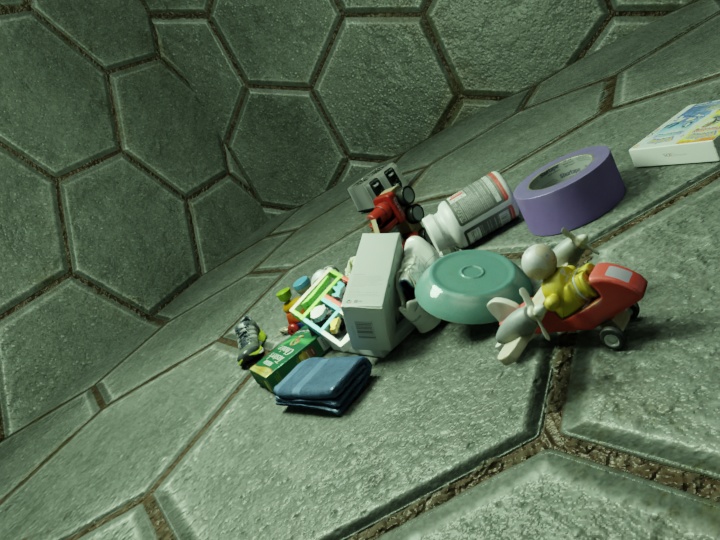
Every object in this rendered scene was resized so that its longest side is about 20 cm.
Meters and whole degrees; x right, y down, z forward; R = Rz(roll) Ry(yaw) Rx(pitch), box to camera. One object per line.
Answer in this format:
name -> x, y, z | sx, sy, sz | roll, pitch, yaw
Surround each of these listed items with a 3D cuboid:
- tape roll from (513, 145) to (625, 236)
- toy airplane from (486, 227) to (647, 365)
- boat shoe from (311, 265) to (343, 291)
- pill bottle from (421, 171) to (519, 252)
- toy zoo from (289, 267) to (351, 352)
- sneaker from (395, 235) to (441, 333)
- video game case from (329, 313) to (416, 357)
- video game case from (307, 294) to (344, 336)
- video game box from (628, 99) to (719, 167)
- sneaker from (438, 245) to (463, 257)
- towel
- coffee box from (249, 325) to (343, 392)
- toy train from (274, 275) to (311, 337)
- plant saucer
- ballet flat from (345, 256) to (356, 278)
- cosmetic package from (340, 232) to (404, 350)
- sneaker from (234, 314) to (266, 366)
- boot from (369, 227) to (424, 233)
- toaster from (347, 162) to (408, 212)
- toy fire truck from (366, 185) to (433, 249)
tape roll -> 0.409, -0.158, 1.151 | 0.197, 0.086, 0.200 | -29, 14, 8
toy airplane -> 0.244, 0.031, 0.764 | 0.196, 0.143, 0.200 | -30, 15, 6
boat shoe -> -0.070, 0.023, 1.364 | 0.070, 0.069, 0.200 | -23, -21, 11
pill bottle -> 0.244, -0.124, 1.308 | 0.197, 0.117, 0.116 | -29, 15, 5
toy zoo -> -0.038, 0.080, 1.165 | 0.198, 0.021, 0.131 | 28, 67, 40
sneaker -> 0.104, 0.011, 1.069 | 0.074, 0.086, 0.203 | -32, 43, 30
video game case -> 0.050, 0.101, 1.162 | 0.181, 0.024, 0.199 | -39, 16, -26
video game case -> -0.013, 0.067, 1.261 | 0.196, 0.026, 0.181 | -22, 12, 7
video game box -> 0.644, -0.264, 1.098 | 0.181, 0.047, 0.200 | -37, 15, -11
sneaker -> 0.183, -0.009, 1.160 | 0.090, 0.067, 0.200 | -34, 13, -2
towel -> -0.068, 0.200, 1.035 | 0.198, 0.049, 0.111 | -14, 23, 51
coffee box -> -0.136, 0.176, 1.251 | 0.199, 0.045, 0.122 | -37, 16, -21
toy train -> -0.173, 0.096, 1.442 | 0.197, 0.117, 0.085 | -22, 16, 32
plant saucer -> 0.187, 0.016, 0.974 | 0.194, 0.037, 0.201 | -6, 30, 4
ballet flat -> 0.000, 0.000, 1.310 | 0.071, 0.073, 0.200 | -32, 12, -4
cosmetic package -> 0.030, 0.035, 1.074 | 0.079, 0.115, 0.202 | 1, 43, 16
sneaker -> -0.293, 0.177, 1.488 | 0.073, 0.082, 0.200 | -31, 15, 0
boot -> 0.095, -0.096, 1.603 | 0.197, 0.077, 0.074 | -15, 19, 44
toaster -> 0.064, -0.323, 2.306 | 0.180, 0.120, 0.199 | -37, 15, -23
toy fire truck -> 0.080, -0.087, 1.402 | 0.127, 0.178, 0.200 | -10, 25, 51
